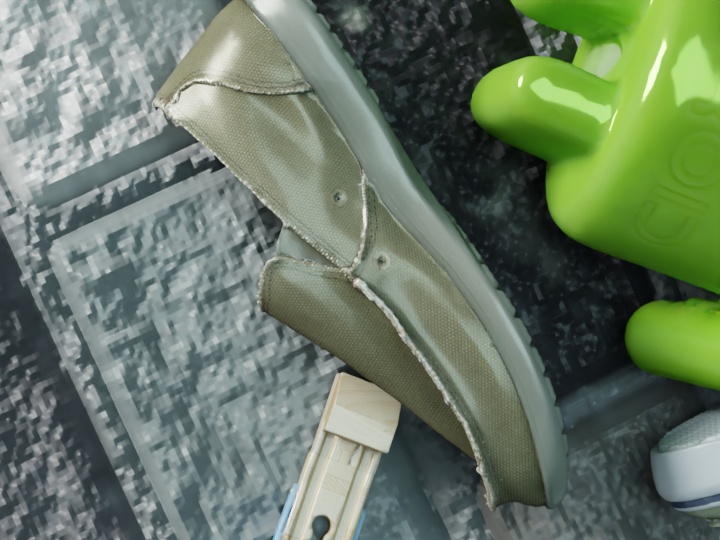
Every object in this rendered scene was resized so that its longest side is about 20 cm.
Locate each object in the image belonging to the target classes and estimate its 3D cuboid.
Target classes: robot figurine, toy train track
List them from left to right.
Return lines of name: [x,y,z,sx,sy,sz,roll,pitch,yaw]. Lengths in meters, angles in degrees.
toy train track: [-0.028,0.131,0.775,0.114,0.033,0.201,21,80,-9]
robot figurine: [0.140,-0.046,0.783,0.199,0.116,0.177,18,84,-10]

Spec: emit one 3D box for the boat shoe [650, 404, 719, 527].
boat shoe: [0.197,0.062,0.810,0.198,0.072,0.063,-12,93,-14]

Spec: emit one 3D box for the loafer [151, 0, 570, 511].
loafer: [0.000,0.000,0.780,0.069,0.075,0.201,-33,87,-1]
